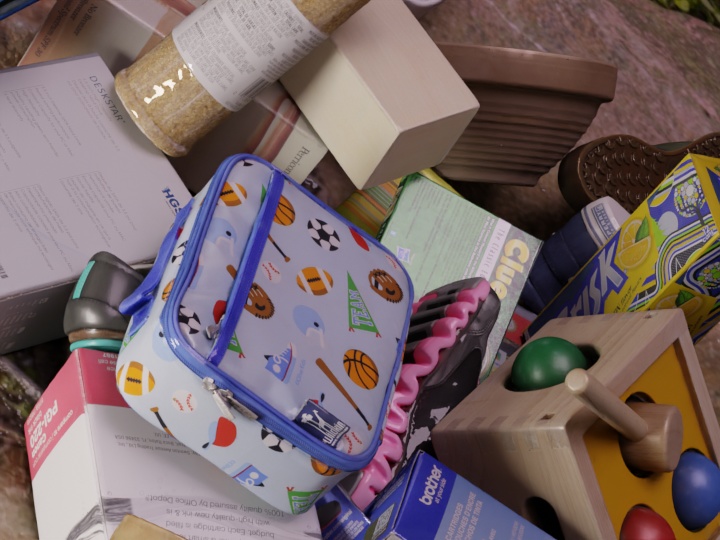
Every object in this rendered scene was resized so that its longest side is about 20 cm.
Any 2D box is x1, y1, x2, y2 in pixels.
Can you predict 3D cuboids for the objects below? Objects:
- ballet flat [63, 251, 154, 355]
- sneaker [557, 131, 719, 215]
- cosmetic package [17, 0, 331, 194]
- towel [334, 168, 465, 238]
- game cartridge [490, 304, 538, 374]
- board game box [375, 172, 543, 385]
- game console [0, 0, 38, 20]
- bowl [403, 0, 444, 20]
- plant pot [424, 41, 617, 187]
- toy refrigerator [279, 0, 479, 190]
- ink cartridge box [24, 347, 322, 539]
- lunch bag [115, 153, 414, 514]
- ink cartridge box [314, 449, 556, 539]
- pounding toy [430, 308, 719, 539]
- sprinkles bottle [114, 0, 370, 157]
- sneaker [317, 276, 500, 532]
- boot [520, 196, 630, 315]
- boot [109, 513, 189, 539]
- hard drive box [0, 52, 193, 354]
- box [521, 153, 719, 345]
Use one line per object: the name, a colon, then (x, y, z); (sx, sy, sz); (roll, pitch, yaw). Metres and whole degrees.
ballet flat: (-0.095, 0.036, 1.391); (0.200, 0.068, 0.069); (27, 62, -50)
sneaker: (0.196, -0.060, 1.738); (0.200, 0.090, 0.067); (-9, 82, -46)
cosmetic package: (-0.113, -0.128, 1.543); (0.200, 0.103, 0.087); (32, 40, -7)
towel: (0.000, 0.000, 1.548); (0.086, 0.018, 0.200); (41, 55, 9)
game cartridge: (0.108, 0.086, 1.575); (0.199, 0.041, 0.133); (29, 45, -14)
board game box: (0.038, 0.042, 1.505); (0.104, 0.023, 0.201); (28, 65, -7)
game console: (-0.269, -0.193, 1.415); (0.170, 0.119, 0.200); (30, 14, -12)
bowl: (-0.004, -0.272, 1.781); (0.200, 0.075, 0.200); (39, 40, 0)
plant pot: (0.078, -0.109, 1.652); (0.200, 0.200, 0.093); (4, 93, -36)
toy refrigerator: (-0.018, -0.153, 1.511); (0.076, 0.070, 0.200); (-21, 66, -40)
ink cartridge box: (-0.100, 0.156, 1.310); (0.145, 0.085, 0.201); (11, 47, -31)
lunch bag: (-0.054, 0.033, 1.325); (0.160, 0.076, 0.200); (38, 35, -16)
ink cartridge box: (0.047, 0.197, 1.346); (0.200, 0.137, 0.076); (33, 39, -9)
pounding toy: (0.146, 0.114, 1.409); (0.184, 0.142, 0.201); (-38, 115, -47)
sprinkles bottle: (-0.058, -0.154, 1.436); (0.068, 0.200, 0.068); (48, 14, -16)
sneaker: (0.041, 0.098, 1.446); (0.095, 0.079, 0.200); (41, 65, -23)
boot: (0.178, 0.013, 1.674); (0.200, 0.090, 0.073); (37, 26, -53)
boot: (-0.085, 0.249, 1.169); (0.175, 0.066, 0.201); (29, 77, -12)
hard drive box: (-0.209, -0.038, 1.406); (0.200, 0.077, 0.156); (-16, 65, -44)
box: (0.189, 0.015, 1.519); (0.064, 0.200, 0.070); (10, 48, -30)
